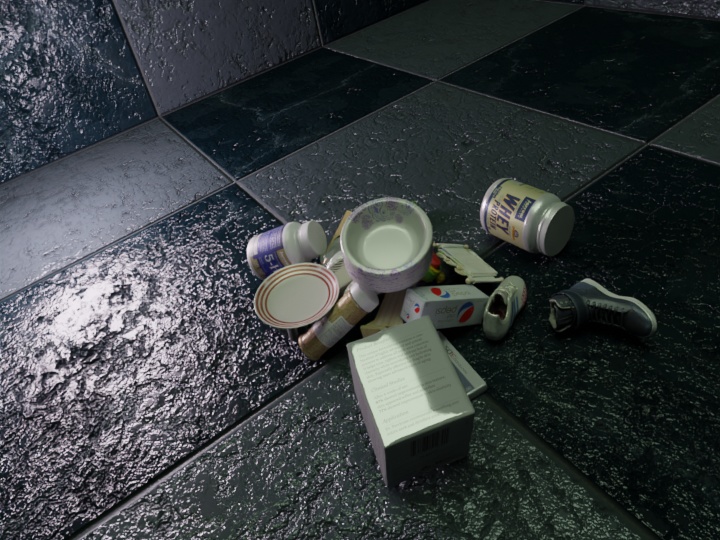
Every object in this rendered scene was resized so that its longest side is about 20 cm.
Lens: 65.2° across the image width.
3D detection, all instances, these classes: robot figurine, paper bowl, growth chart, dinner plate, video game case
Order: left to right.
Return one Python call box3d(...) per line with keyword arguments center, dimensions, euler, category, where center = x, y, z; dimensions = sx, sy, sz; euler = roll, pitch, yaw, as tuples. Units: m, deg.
box3d(center=(-0.162, 0.076, 1.340), dimensions=(0.163, 0.116, 0.202), euler=(-13, 36, -14), category="robot figurine")
box3d(center=(-0.139, 0.058, 1.245), dimensions=(0.192, 0.025, 0.204), euler=(-7, 40, 6), category="dinner plate")
box3d(center=(0.058, -0.044, 1.188), dimensions=(0.192, 0.106, 0.206), euler=(-4, 53, 6), category="paper bowl")
box3d(center=(0.126, 0.222, 1.137), dimensions=(0.195, 0.024, 0.183), euler=(-26, 39, -13), category="video game case")
box3d(center=(0.251, -0.020, 1.347), dimensions=(0.140, 0.018, 0.201), euler=(4, 27, -27), category="growth chart")

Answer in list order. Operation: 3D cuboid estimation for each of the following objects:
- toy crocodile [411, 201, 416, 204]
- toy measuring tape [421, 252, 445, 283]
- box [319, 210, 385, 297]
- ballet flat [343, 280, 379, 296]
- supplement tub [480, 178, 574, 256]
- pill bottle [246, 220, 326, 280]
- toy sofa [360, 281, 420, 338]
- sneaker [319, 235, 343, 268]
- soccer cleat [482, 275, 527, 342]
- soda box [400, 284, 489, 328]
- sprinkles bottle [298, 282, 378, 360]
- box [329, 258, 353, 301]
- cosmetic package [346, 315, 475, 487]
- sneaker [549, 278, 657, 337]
box3d(center=(0.078, -0.143, 1.585), dimensions=(0.196, 0.064, 0.067), euler=(-27, 3, -24), category="toy crocodile")
box3d(center=(0.131, -0.031, 1.337), dimensions=(0.074, 0.198, 0.074), euler=(-43, 20, 21), category="toy measuring tape")
box3d(center=(0.010, -0.046, 1.423), dimensions=(0.195, 0.021, 0.168), euler=(24, 81, 26), category="box")
box3d(center=(0.046, 0.010, 1.260), dimensions=(0.193, 0.073, 0.073), euler=(-20, 36, 0), category="ballet flat")
box3d(center=(0.408, -0.131, 1.386), dimensions=(0.143, 0.149, 0.198), euler=(-33, 40, -24), category="supplement tub")
box3d(center=(-0.190, -0.057, 1.471), dimensions=(0.194, 0.121, 0.122), euler=(-17, 32, 28), category="pill bottle")
box3d(center=(0.079, 0.095, 1.262), dimensions=(0.094, 0.085, 0.203), euler=(0, 39, 23), category="toy sofa")
box3d(center=(-0.024, -0.069, 1.392), dimensions=(0.199, 0.074, 0.080), euler=(-41, 58, 3), category="sneaker")
box3d(center=(0.317, 0.063, 1.221), dimensions=(0.068, 0.089, 0.202), euler=(9, 43, 27), category="soccer cleat")
box3d(center=(0.181, 0.076, 1.194), dimensions=(0.194, 0.070, 0.063), euler=(-1, 26, -35), category="soda box")
box3d(center=(-0.048, 0.109, 1.223), dimensions=(0.199, 0.068, 0.069), euler=(-44, 32, 17), category="sprinkles bottle")
box3d(center=(0.000, 0.000, 1.351), dimensions=(0.197, 0.082, 0.069), euler=(-34, 58, 4), category="box")
box3d(center=(0.084, 0.227, 0.988), dimensions=(0.161, 0.169, 0.204), euler=(-17, 51, -8), category="cosmetic package")
box3d(center=(0.470, 0.093, 1.127), dimensions=(0.142, 0.080, 0.201), euler=(-16, 26, -22), category="sneaker")
